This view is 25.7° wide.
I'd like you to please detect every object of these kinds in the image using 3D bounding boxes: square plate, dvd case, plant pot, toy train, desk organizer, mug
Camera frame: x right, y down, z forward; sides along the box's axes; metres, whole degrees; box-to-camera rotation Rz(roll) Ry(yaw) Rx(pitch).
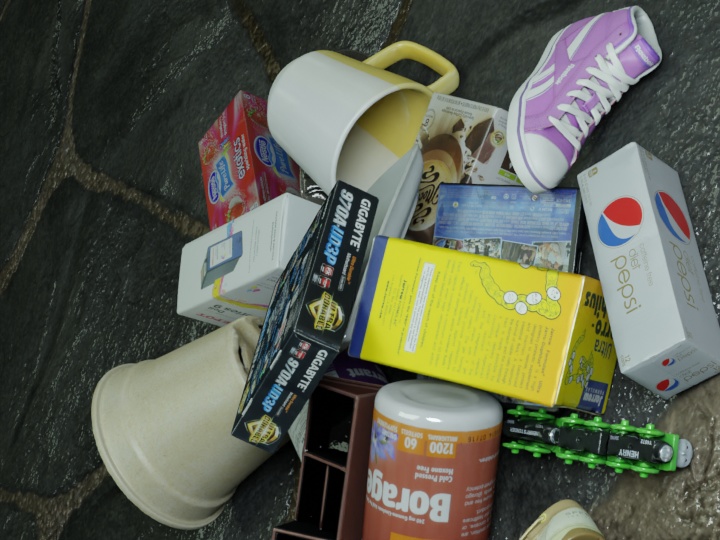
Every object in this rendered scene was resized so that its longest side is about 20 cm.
[{"bbox_3d":[0.000,0.000,1.462,0.200,0.028,0.199,139,153,-69],"label":"square plate"},{"bbox_3d":[0.125,0.023,1.404,0.142,0.018,0.201,4,83,29],"label":"dvd case"},{"bbox_3d":[-0.152,0.147,1.688,0.183,0.200,0.201,-34,46,27],"label":"plant pot"},{"bbox_3d":[0.191,0.140,1.285,0.200,0.056,0.042,2,83,57],"label":"toy train"},{"bbox_3d":[-0.029,0.199,1.393,0.072,0.077,0.201,8,93,23],"label":"desk organizer"},{"bbox_3d":[-0.004,-0.156,1.637,0.153,0.186,0.150,36,123,38],"label":"mug"}]

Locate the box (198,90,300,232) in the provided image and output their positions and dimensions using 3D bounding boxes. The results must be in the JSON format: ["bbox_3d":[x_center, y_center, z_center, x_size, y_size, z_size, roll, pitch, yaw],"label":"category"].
[{"bbox_3d":[-0.116,-0.097,1.826,0.100,0.095,0.200,-46,40,34],"label":"box"}]

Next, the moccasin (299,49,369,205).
[{"bbox_3d":[-0.030,-0.146,1.746,0.078,0.073,0.202,103,173,-63],"label":"moccasin"}]

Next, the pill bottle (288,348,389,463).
[{"bbox_3d":[-0.012,0.151,1.526,0.112,0.111,0.200,-56,36,21],"label":"pill bottle"}]

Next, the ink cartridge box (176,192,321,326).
[{"bbox_3d":[-0.082,0.003,1.677,0.200,0.145,0.088,-20,58,49],"label":"ink cartridge box"}]

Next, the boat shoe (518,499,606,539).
[{"bbox_3d":[0.134,0.273,1.295,0.200,0.074,0.066,-53,23,21],"label":"boat shoe"}]

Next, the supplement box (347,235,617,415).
[{"bbox_3d":[0.109,0.045,1.334,0.199,0.109,0.110,12,88,31],"label":"supplement box"}]

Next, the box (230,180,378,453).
[{"bbox_3d":[-0.049,0.039,1.411,0.200,0.046,0.159,-76,13,-46],"label":"box"}]

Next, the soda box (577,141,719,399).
[{"bbox_3d":[0.235,-0.002,1.277,0.064,0.068,0.200,-32,48,31],"label":"soda box"}]

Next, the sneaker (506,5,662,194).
[{"bbox_3d":[0.200,-0.159,1.380,0.114,0.073,0.201,-16,41,45],"label":"sneaker"}]

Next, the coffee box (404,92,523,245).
[{"bbox_3d":[0.092,-0.059,1.513,0.113,0.080,0.201,24,93,57],"label":"coffee box"}]

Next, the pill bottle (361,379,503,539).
[{"bbox_3d":[0.059,0.204,1.364,0.112,0.112,0.201,24,112,57],"label":"pill bottle"}]
